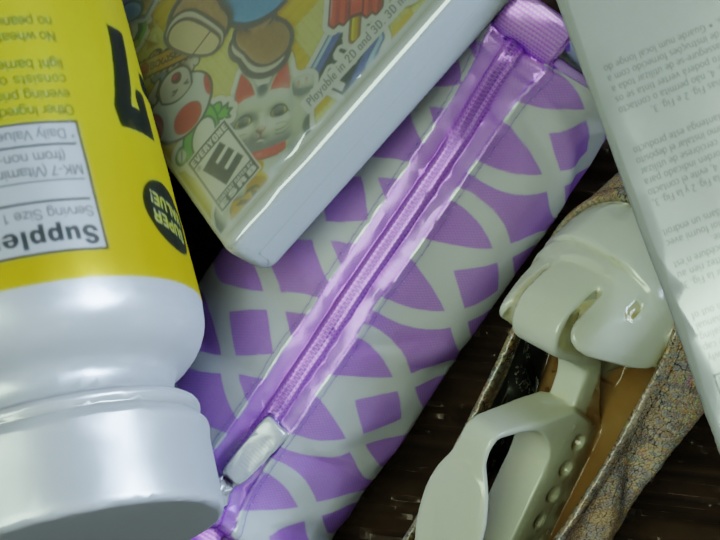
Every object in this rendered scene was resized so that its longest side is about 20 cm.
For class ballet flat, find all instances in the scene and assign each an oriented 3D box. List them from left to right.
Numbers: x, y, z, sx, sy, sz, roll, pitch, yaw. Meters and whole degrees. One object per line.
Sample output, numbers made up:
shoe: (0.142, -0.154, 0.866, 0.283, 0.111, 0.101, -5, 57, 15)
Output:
ballet flat: (0.062, 0.039, 0.796, 0.068, 0.067, 0.200, 29, 98, 39)

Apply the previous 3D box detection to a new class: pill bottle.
pill bottle: (-0.110, -0.013, 0.770, 0.114, 0.114, 0.200, -20, 74, 17)

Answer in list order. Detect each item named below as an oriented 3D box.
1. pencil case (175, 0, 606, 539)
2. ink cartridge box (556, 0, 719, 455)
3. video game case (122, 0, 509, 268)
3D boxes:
pencil case: (0.000, 0.000, 0.814, 0.084, 0.085, 0.200, 34, 99, 9)
ink cartridge box: (0.158, -0.024, 0.718, 0.162, 0.050, 0.200, -21, 86, 23)
video game case: (-0.009, -0.128, 0.806, 0.200, 0.023, 0.182, -48, 47, 12)
